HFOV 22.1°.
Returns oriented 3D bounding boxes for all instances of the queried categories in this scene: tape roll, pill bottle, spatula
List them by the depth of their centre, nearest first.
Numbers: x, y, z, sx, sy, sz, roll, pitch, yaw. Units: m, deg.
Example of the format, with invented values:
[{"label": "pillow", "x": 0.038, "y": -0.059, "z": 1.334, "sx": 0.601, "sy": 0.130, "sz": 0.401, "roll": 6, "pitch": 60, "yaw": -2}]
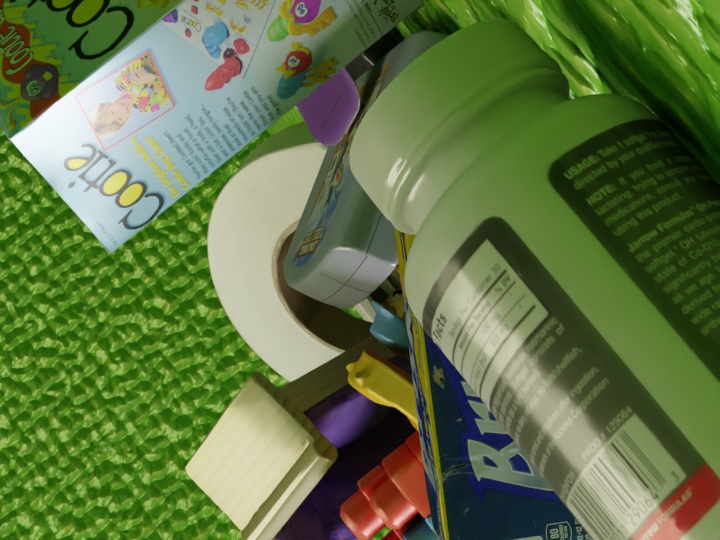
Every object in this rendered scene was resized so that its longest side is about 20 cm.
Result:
[{"label": "pill bottle", "x": 0.085, "y": 0.011, "z": 0.631, "sx": 0.200, "sy": 0.110, "sz": 0.111, "roll": 52, "pitch": 178, "yaw": 20}, {"label": "spatula", "x": -0.039, "y": -0.158, "z": 1.018, "sx": 0.057, "sy": 0.020, "sz": 0.201, "roll": 123, "pitch": 139, "yaw": -51}, {"label": "tape roll", "x": 0.000, "y": 0.000, "z": 1.148, "sx": 0.203, "sy": 0.202, "sz": 0.037, "roll": 53, "pitch": -141, "yaw": -16}]

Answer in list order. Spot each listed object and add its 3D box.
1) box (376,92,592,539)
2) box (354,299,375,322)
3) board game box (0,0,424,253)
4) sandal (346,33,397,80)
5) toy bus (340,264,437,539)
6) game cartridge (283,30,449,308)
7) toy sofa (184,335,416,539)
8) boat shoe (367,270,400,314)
[{"label": "box", "x": 0.054, "y": 0.019, "z": 0.787, "sx": 0.064, "sy": 0.069, "sz": 0.202, "roll": -136, "pitch": 39, "yaw": -85}, {"label": "box", "x": 0.043, "y": 0.003, "z": 1.451, "sx": 0.201, "sy": 0.109, "sz": 0.128, "roll": 52, "pitch": 178, "yaw": 8}, {"label": "board game box", "x": -0.088, "y": -0.126, "z": 0.901, "sx": 0.103, "sy": 0.200, "sz": 0.105, "roll": 50, "pitch": 177, "yaw": 38}, {"label": "sandal", "x": 0.034, "y": -0.091, "z": 1.151, "sx": 0.076, "sy": 0.043, "sz": 0.200, "roll": 43, "pitch": 166, "yaw": 25}, {"label": "toy bus", "x": 0.059, "y": 0.059, "z": 0.931, "sx": 0.201, "sy": 0.191, "sz": 0.136, "roll": 54, "pitch": 179, "yaw": -5}, {"label": "game cartridge", "x": 0.003, "y": -0.047, "z": 0.971, "sx": 0.041, "sy": 0.134, "sz": 0.200, "roll": 26, "pitch": 173, "yaw": -8}, {"label": "toy sofa", "x": 0.002, "y": 0.089, "z": 1.044, "sx": 0.098, "sy": 0.083, "sz": 0.200, "roll": 45, "pitch": -148, "yaw": 12}, {"label": "boat shoe", "x": 0.027, "y": -0.006, "z": 1.206, "sx": 0.062, "sy": 0.071, "sz": 0.201, "roll": -7, "pitch": 125, "yaw": 34}]
